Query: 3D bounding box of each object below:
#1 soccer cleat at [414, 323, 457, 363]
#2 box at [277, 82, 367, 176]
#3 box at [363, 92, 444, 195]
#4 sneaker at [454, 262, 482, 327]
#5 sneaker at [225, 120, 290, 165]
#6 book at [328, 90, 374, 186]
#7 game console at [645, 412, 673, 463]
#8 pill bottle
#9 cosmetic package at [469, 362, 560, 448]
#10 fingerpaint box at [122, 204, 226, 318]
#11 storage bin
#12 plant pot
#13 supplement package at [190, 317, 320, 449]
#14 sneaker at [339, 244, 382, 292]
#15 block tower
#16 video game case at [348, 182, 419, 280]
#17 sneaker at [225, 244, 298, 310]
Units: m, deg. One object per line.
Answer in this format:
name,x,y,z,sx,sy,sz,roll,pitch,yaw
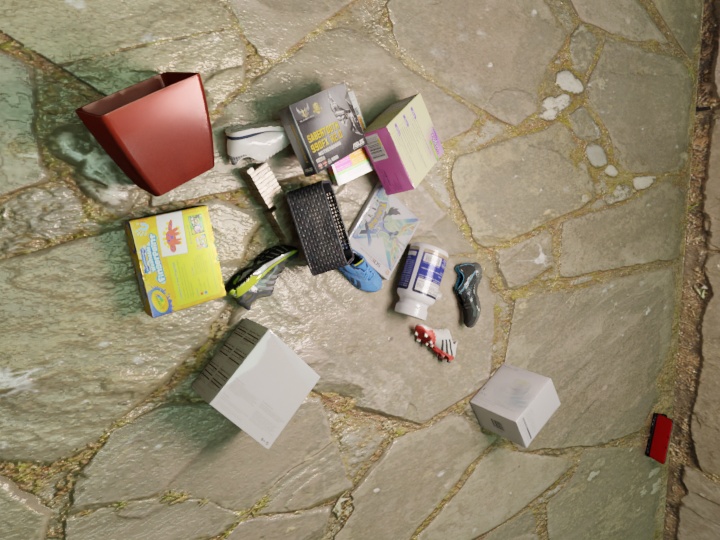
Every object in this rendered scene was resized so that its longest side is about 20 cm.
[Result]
soccer cleat,0.230,0.201,1.612,0.200,0.068,0.086,44,63,-34
box,-0.083,-0.334,1.259,0.199,0.048,0.161,-38,113,-40
box,0.113,-0.332,1.406,0.201,0.095,0.178,-51,122,-38
sneaker,0.328,0.076,1.668,0.080,0.073,0.205,1,90,-18
sneaker,-0.217,-0.298,1.238,0.197,0.076,0.082,-16,118,-28
book,-0.043,-0.335,1.361,0.132,0.048,0.203,-29,110,-26
game console,1.404,0.776,2.468,0.170,0.118,0.204,15,88,-35
pill bottle,0.169,0.032,1.513,0.114,0.115,0.204,22,84,-34
cosmetic package,0.504,0.432,1.747,0.199,0.198,0.124,-39,116,-24
fingerpaint box,-0.393,-0.024,1.139,0.165,0.073,0.204,-18,106,-33
storage bin,-0.093,-0.103,1.270,0.092,0.135,0.204,-17,97,9
plant pot,-0.397,-0.262,1.043,0.199,0.198,0.179,-35,125,-25
supplement package,-0.241,0.256,1.236,0.201,0.146,0.192,-52,120,-18
sneaker,0.000,0.000,1.415,0.200,0.078,0.067,41,72,-33
block tower,-0.207,-0.161,1.264,0.058,0.054,0.202,-41,117,-24
video game case,0.062,-0.107,1.477,0.182,0.022,0.202,39,74,-32
sneaker,-0.225,0.012,1.272,0.199,0.073,0.082,-38,125,-18
